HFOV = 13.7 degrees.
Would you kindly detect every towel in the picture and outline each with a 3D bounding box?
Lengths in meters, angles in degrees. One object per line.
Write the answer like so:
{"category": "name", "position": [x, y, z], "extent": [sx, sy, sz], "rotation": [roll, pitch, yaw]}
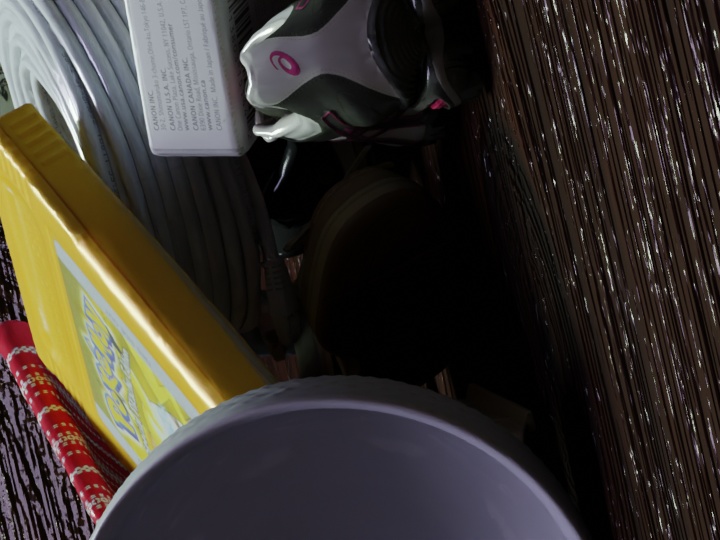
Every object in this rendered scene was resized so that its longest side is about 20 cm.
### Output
{"category": "towel", "position": [-0.090, 0.112, 1.366], "extent": [0.145, 0.022, 0.200], "rotation": [43, -172, -44]}

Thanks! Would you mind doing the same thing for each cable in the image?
{"category": "cable", "position": [-0.105, -0.057, 1.341], "extent": [0.200, 0.069, 0.201], "rotation": [-144, 34, -66]}

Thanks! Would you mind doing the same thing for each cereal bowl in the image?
{"category": "cereal bowl", "position": [-0.005, 0.130, 1.115], "extent": [0.083, 0.199, 0.201], "rotation": [-68, -33, -76]}

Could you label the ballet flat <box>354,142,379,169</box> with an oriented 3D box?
{"category": "ballet flat", "position": [-0.023, -0.078, 1.498], "extent": [0.069, 0.063, 0.201], "rotation": [-107, 6, -53]}

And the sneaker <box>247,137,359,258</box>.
{"category": "sneaker", "position": [-0.048, -0.056, 1.411], "extent": [0.088, 0.076, 0.200], "rotation": [-54, -13, -31]}

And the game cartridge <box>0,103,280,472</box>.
{"category": "game cartridge", "position": [-0.088, 0.044, 1.245], "extent": [0.200, 0.032, 0.177], "rotation": [45, 158, 31]}

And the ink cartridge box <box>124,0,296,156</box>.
{"category": "ink cartridge box", "position": [-0.052, -0.171, 1.219], "extent": [0.176, 0.045, 0.201], "rotation": [-56, -38, -59]}

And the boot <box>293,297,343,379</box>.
{"category": "boot", "position": [-0.026, 0.099, 1.431], "extent": [0.075, 0.097, 0.201], "rotation": [31, -143, -53]}

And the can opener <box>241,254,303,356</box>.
{"category": "can opener", "position": [-0.040, 0.016, 1.526], "extent": [0.200, 0.052, 0.067], "rotation": [-8, -86, -69]}

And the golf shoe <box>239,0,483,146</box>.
{"category": "golf shoe", "position": [-0.008, -0.085, 1.190], "extent": [0.200, 0.088, 0.077], "rotation": [125, 130, -85]}

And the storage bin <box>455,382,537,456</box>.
{"category": "storage bin", "position": [0.038, 0.159, 1.255], "extent": [0.199, 0.093, 0.201], "rotation": [-162, 59, -84]}

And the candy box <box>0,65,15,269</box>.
{"category": "candy box", "position": [-0.113, -0.096, 1.675], "extent": [0.072, 0.199, 0.168], "rotation": [89, 166, -68]}

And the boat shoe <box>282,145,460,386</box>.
{"category": "boat shoe", "position": [0.000, 0.000, 1.333], "extent": [0.063, 0.073, 0.200], "rotation": [59, 169, 22]}
